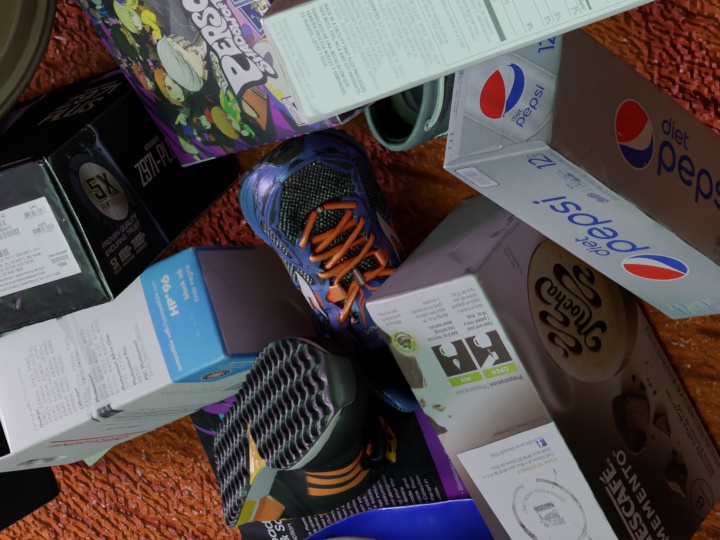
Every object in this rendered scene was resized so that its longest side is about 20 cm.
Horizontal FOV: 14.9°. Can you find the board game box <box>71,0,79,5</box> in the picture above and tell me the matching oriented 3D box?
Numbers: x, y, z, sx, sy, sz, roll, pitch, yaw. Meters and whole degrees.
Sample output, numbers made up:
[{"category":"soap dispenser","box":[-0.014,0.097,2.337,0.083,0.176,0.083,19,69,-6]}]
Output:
[{"category":"board game box","box":[-0.113,-0.186,1.470,0.199,0.035,0.127,28,132,16]}]

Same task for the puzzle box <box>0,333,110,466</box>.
[{"category":"puzzle box","box":[-0.193,0.013,1.669,0.200,0.025,0.133,48,134,-3]}]

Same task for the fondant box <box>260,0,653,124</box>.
[{"category":"fondant box","box":[0.067,-0.146,1.262,0.199,0.144,0.059,-18,108,19]}]

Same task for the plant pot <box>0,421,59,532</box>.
[{"category":"plant pot","box":[-0.334,0.082,1.686,0.199,0.200,0.179,10,120,41]}]

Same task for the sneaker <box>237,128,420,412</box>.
[{"category":"sneaker","box":[0.000,0.000,1.456,0.079,0.075,0.200,51,175,44]}]

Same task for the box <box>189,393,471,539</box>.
[{"category":"box","box":[0.002,0.120,1.604,0.199,0.036,0.144,-6,116,35]}]

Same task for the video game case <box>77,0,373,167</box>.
[{"category":"video game case","box":[-0.093,-0.153,1.394,0.201,0.036,0.181,58,153,-13]}]

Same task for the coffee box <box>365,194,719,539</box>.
[{"category":"coffee box","box":[0.101,0.066,1.445,0.080,0.113,0.201,-16,110,40]}]

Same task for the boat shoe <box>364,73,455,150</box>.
[{"category":"boat shoe","box":[0.027,-0.152,1.380,0.072,0.062,0.201,17,127,28]}]

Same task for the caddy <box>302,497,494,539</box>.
[{"category":"caddy","box":[0.011,0.190,1.520,0.199,0.141,0.105,-12,116,44]}]

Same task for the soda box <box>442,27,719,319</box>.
[{"category":"soda box","box":[0.124,-0.045,1.312,0.063,0.069,0.200,-10,153,38]}]

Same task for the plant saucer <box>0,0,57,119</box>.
[{"category":"plant saucer","box":[-0.260,-0.152,1.455,0.200,0.200,0.029,41,176,3]}]

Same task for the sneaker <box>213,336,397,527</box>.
[{"category":"sneaker","box":[-0.016,0.085,1.493,0.200,0.089,0.070,130,134,-61]}]

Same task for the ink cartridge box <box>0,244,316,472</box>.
[{"category":"ink cartridge box","box":[-0.130,0.051,1.554,0.199,0.116,0.068,-24,78,29]}]

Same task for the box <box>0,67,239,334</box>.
[{"category":"box","box":[-0.194,-0.031,1.521,0.199,0.164,0.087,-16,107,31]}]
